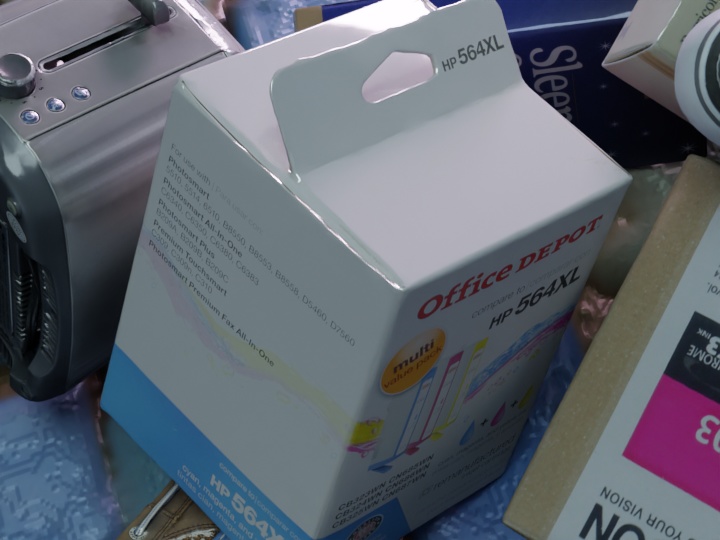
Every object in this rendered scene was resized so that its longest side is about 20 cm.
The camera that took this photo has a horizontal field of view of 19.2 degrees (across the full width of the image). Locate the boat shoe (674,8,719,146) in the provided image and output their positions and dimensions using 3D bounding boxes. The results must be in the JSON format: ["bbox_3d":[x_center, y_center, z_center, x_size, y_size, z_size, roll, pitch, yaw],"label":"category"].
[{"bbox_3d":[0.212,-0.062,0.754,0.199,0.057,0.069,8,89,-10],"label":"boat shoe"}]

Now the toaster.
[{"bbox_3d":[-0.114,-0.036,0.896,0.129,0.200,0.114,-32,63,-26],"label":"toaster"}]

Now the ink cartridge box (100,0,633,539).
[{"bbox_3d":[0.000,0.000,0.819,0.128,0.200,0.125,-27,59,-37],"label":"ink cartridge box"}]

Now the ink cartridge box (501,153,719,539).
[{"bbox_3d":[0.177,0.073,0.793,0.200,0.075,0.165,28,92,32],"label":"ink cartridge box"}]

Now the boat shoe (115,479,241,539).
[{"bbox_3d":[-0.110,0.158,0.860,0.072,0.072,0.200,37,65,28],"label":"boat shoe"}]

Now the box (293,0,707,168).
[{"bbox_3d":[0.080,-0.081,0.908,0.199,0.121,0.033,-8,62,6],"label":"box"}]

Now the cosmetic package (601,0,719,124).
[{"bbox_3d":[0.206,-0.071,0.818,0.199,0.071,0.105,30,85,-8],"label":"cosmetic package"}]
